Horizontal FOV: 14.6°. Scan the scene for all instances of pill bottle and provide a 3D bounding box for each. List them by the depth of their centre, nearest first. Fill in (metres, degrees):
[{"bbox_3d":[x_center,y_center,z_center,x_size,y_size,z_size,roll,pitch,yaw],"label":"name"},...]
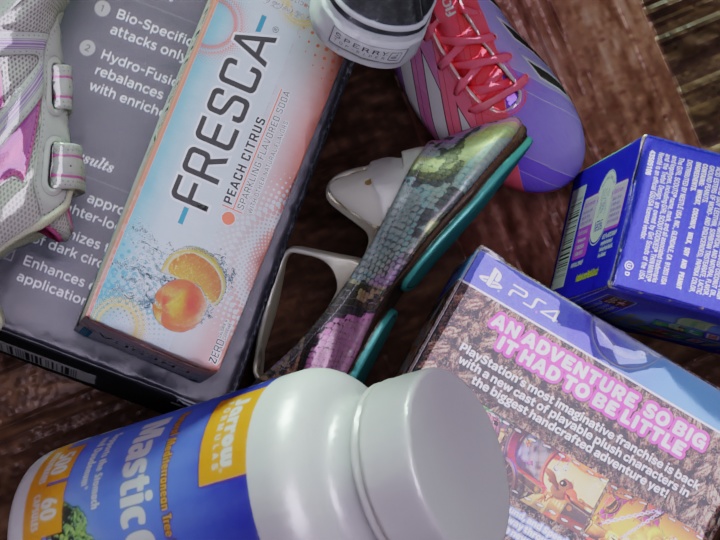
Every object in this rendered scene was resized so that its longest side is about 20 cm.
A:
[{"bbox_3d":[-0.042,0.106,1.193,0.199,0.112,0.113,-19,84,29],"label":"pill bottle"}]

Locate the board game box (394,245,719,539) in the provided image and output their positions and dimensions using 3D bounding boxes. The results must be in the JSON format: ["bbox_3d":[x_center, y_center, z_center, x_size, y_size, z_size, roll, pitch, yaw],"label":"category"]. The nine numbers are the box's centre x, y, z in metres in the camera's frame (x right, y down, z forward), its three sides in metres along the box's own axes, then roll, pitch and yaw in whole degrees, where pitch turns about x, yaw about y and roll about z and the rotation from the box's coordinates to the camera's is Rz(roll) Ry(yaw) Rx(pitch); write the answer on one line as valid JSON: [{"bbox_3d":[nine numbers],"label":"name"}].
[{"bbox_3d":[0.069,0.118,1.305,0.159,0.097,0.201,31,81,-2],"label":"board game box"}]

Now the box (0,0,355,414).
[{"bbox_3d":[-0.123,-0.054,1.296,0.195,0.117,0.201,21,82,-4],"label":"box"}]

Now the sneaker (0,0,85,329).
[{"bbox_3d":[-0.152,-0.055,1.199,0.088,0.081,0.201,26,89,-4],"label":"sneaker"}]

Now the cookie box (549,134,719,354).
[{"bbox_3d":[0.201,0.004,1.297,0.199,0.171,0.076,14,85,-5],"label":"cookie box"}]

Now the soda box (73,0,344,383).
[{"bbox_3d":[-0.056,-0.056,1.210,0.063,0.068,0.201,23,80,-7],"label":"soda box"}]

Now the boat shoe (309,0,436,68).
[{"bbox_3d":[0.023,-0.167,1.180,0.072,0.071,0.201,19,41,-14],"label":"boat shoe"}]

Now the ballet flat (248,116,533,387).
[{"bbox_3d":[0.000,0.000,1.318,0.071,0.069,0.201,34,95,7],"label":"ballet flat"}]

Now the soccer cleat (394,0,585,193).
[{"bbox_3d":[0.039,-0.122,1.342,0.067,0.076,0.201,-35,87,-9],"label":"soccer cleat"}]
